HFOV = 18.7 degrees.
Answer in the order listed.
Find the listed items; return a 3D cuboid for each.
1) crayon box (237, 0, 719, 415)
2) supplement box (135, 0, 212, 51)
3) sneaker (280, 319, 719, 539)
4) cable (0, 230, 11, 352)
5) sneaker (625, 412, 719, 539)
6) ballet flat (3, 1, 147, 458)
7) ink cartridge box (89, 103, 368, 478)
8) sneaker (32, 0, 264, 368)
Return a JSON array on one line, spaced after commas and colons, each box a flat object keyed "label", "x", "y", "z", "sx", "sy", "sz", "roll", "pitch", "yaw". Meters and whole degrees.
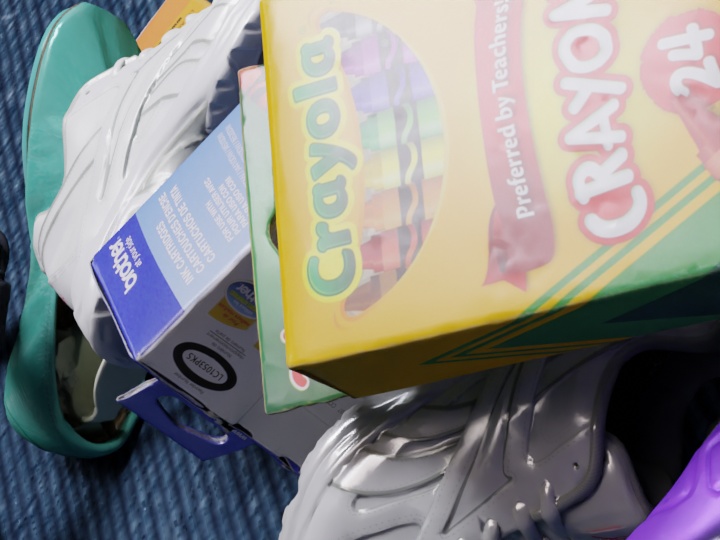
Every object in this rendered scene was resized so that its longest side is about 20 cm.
[{"label": "crayon box", "x": 0.042, "y": -0.037, "z": 0.666, "sx": 0.200, "sy": 0.051, "sz": 0.127, "roll": -15, "pitch": 69, "yaw": 24}, {"label": "supplement box", "x": -0.037, "y": -0.055, "z": 0.937, "sx": 0.069, "sy": 0.067, "sz": 0.200, "roll": -53, "pitch": 36, "yaw": -1}, {"label": "sneaker", "x": 0.051, "y": 0.069, "z": 0.723, "sx": 0.200, "sy": 0.078, "sz": 0.099, "roll": -54, "pitch": 47, "yaw": 7}, {"label": "cable", "x": -0.179, "y": 0.059, "z": 0.969, "sx": 0.200, "sy": 0.051, "sz": 0.164, "roll": 153, "pitch": 116, "yaw": -73}, {"label": "sneaker", "x": 0.144, "y": 0.038, "z": 0.656, "sx": 0.200, "sy": 0.070, "sz": 0.100, "roll": -39, "pitch": 43, "yaw": 12}, {"label": "ballet flat", "x": -0.106, "y": -0.011, "z": 0.928, "sx": 0.070, "sy": 0.067, "sz": 0.201, "roll": 24, "pitch": 114, "yaw": 37}, {"label": "ink cartridge box", "x": 0.000, "y": 0.000, "z": 0.792, "sx": 0.200, "sy": 0.136, "sz": 0.076, "roll": -46, "pitch": 35, "yaw": 8}, {"label": "sneaker", "x": -0.068, "y": -0.068, "z": 0.847, "sx": 0.099, "sy": 0.078, "sz": 0.200, "roll": 35, "pitch": 91, "yaw": 40}]
